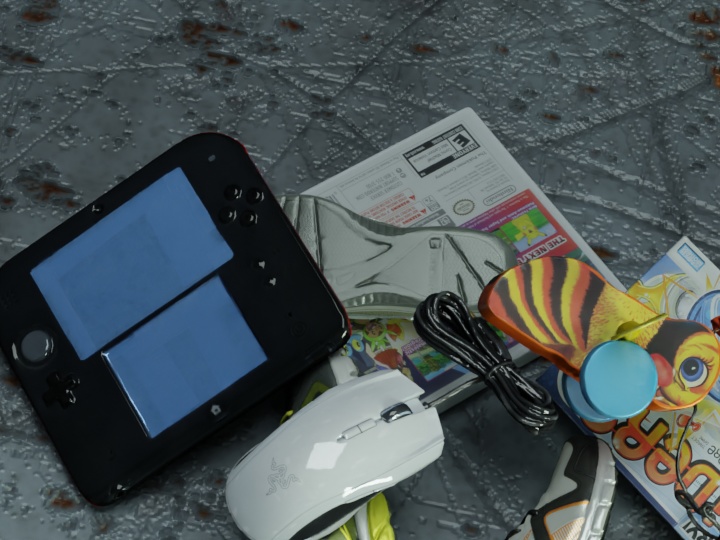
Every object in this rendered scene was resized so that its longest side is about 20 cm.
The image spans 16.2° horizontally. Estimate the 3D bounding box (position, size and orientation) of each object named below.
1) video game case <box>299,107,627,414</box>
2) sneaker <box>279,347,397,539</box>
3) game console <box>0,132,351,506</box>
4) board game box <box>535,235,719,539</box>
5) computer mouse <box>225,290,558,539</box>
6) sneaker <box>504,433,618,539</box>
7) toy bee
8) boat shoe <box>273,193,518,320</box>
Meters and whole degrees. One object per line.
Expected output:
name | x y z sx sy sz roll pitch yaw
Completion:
video game case | 0.045 -0.001 1.675 0.199 0.023 0.182 -28 63 -23
sneaker | -0.032 0.125 1.550 0.084 0.075 0.201 -9 58 -11
game console | -0.125 0.026 1.588 0.199 0.031 0.177 -34 62 4
board game box | 0.225 0.095 1.588 0.135 0.034 0.200 -44 67 1
computer mouse | 0.011 0.096 1.509 0.199 0.044 0.110 -32 72 -15
sneaker | 0.103 0.180 1.530 0.079 0.074 0.201 15 56 7
toy bee | 0.172 0.051 1.545 0.109 0.131 0.200 -47 113 -10
boat shoe | 0.001 -0.001 1.626 0.200 0.065 0.075 5 74 3
